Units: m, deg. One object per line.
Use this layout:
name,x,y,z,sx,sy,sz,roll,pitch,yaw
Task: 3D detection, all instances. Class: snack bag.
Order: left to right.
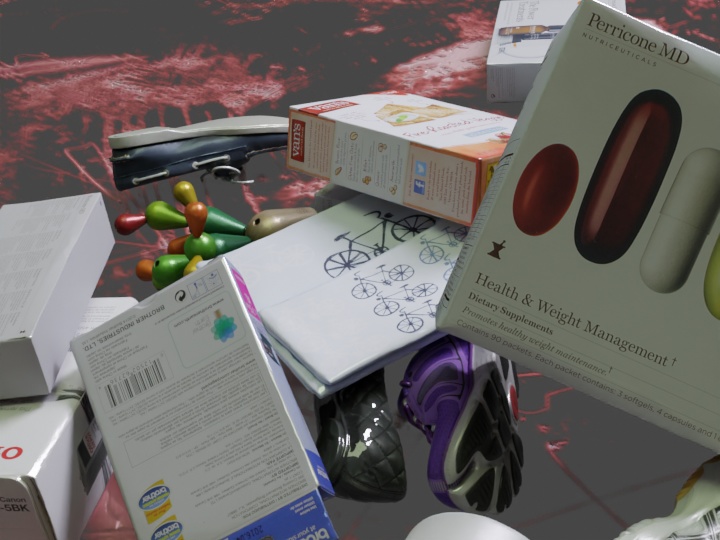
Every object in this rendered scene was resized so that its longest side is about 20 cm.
snack bag,0.000,0.000,0.854,0.188,0.022,0.200,-26,38,-21

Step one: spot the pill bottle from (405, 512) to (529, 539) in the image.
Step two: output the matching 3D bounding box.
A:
pill bottle,0.021,0.215,0.537,0.113,0.114,0.200,9,36,26

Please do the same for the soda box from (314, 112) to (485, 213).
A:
soda box,0.044,-0.082,1.058,0.068,0.064,0.200,14,37,32

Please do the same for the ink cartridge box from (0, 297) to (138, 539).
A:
ink cartridge box,-0.244,0.107,0.800,0.146,0.083,0.200,-1,32,12

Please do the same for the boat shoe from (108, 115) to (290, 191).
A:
boat shoe,-0.151,-0.117,1.157,0.199,0.062,0.075,-10,14,-19

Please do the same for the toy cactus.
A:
toy cactus,-0.111,-0.030,0.999,0.164,0.103,0.200,-18,23,-34

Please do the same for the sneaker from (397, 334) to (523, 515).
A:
sneaker,0.062,0.098,0.774,0.083,0.081,0.200,-16,20,14

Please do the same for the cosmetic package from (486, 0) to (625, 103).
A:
cosmetic package,0.225,-0.253,1.306,0.150,0.052,0.200,2,33,10

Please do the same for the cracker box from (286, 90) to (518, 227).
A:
cracker box,0.055,-0.096,0.934,0.199,0.058,0.134,20,25,38

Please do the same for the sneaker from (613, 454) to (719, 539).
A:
sneaker,0.186,0.169,0.609,0.087,0.076,0.200,22,43,39

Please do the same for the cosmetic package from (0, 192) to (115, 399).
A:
cosmetic package,-0.238,0.015,0.819,0.082,0.051,0.200,-8,30,7

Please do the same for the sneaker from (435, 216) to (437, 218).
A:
sneaker,0.076,-0.019,0.945,0.072,0.072,0.200,-11,29,0

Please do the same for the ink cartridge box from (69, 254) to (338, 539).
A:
ink cartridge box,-0.096,0.104,0.722,0.119,0.042,0.201,-28,63,5

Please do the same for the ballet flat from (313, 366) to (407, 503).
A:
ballet flat,0.001,0.091,0.813,0.057,0.067,0.200,27,30,-15

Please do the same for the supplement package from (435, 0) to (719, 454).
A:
supplement package,0.169,-0.023,0.693,0.190,0.201,0.147,23,3,2
